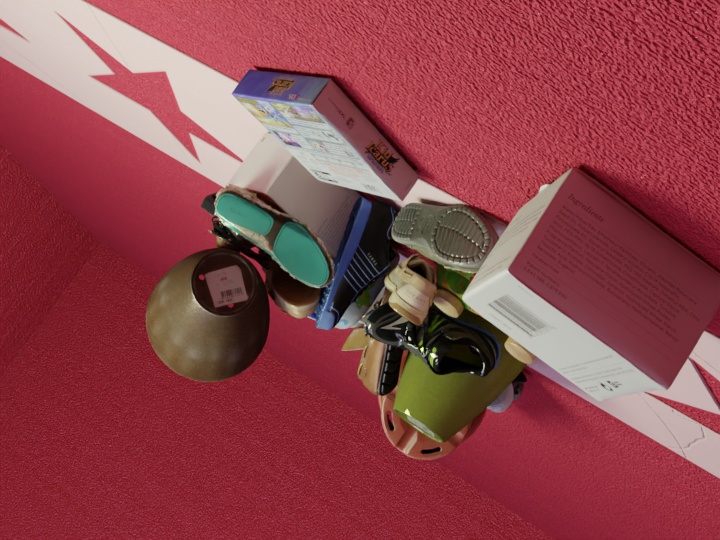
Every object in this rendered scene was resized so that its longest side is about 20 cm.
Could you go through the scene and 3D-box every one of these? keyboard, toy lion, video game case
[{"bbox_3d":[-0.141,-0.045,1.721,0.199,0.021,0.127,35,-154,8],"label":"keyboard"},{"bbox_3d":[0.186,0.031,1.622,0.199,0.069,0.192,32,160,22],"label":"toy lion"},{"bbox_3d":[-0.045,-0.170,1.514,0.181,0.046,0.199,43,166,-34],"label":"video game case"}]

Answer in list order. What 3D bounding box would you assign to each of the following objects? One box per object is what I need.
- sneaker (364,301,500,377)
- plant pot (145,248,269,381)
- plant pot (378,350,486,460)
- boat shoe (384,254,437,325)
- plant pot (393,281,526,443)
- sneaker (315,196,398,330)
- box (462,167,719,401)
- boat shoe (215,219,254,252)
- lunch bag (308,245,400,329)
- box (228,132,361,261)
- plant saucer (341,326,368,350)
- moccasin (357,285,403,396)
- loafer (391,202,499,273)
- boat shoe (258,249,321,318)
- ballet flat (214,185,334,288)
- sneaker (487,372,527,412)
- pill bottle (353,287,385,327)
[{"bbox_3d":[0.101,0.097,1.715,0.197,0.072,0.083,18,-154,6],"label":"sneaker"},{"bbox_3d":[-0.204,0.045,1.729,0.186,0.188,0.200,36,159,-2],"label":"plant pot"},{"bbox_3d":[0.116,0.227,2.067,0.200,0.202,0.195,35,-171,3],"label":"plant pot"},{"bbox_3d":[0.076,0.015,1.658,0.072,0.065,0.200,31,-169,-4],"label":"boat shoe"},{"bbox_3d":[0.140,0.149,1.831,0.186,0.201,0.187,32,168,8],"label":"plant pot"},{"bbox_3d":[0.000,0.000,1.699,0.077,0.202,0.070,18,-161,-12],"label":"sneaker"},{"bbox_3d":[0.234,0.021,1.253,0.199,0.131,0.199,35,168,-1],"label":"box"},{"bbox_3d":[-0.150,-0.080,1.850,0.076,0.199,0.072,48,131,17],"label":"boat shoe"},{"bbox_3d":[-0.042,0.002,1.886,0.082,0.162,0.199,43,167,-30],"label":"lunch bag"},{"bbox_3d":[-0.072,-0.094,1.757,0.200,0.098,0.124,44,166,-31],"label":"box"},{"bbox_3d":[0.063,0.105,2.067,0.197,0.036,0.200,-8,178,0],"label":"plant saucer"},{"bbox_3d":[0.036,0.085,1.815,0.077,0.073,0.204,31,128,32],"label":"moccasin"},{"bbox_3d":[0.118,-0.040,1.526,0.069,0.076,0.199,29,178,-33],"label":"loafer"},{"bbox_3d":[-0.099,0.026,1.786,0.200,0.073,0.070,-123,22,-60],"label":"boat shoe"},{"bbox_3d":[-0.110,-0.053,1.668,0.199,0.076,0.064,38,-162,5],"label":"ballet flat"},{"bbox_3d":[0.228,0.182,1.975,0.113,0.076,0.200,34,-169,-25],"label":"sneaker"},{"bbox_3d":[-0.030,0.036,2.096,0.113,0.113,0.199,42,167,-28],"label":"pill bottle"}]
